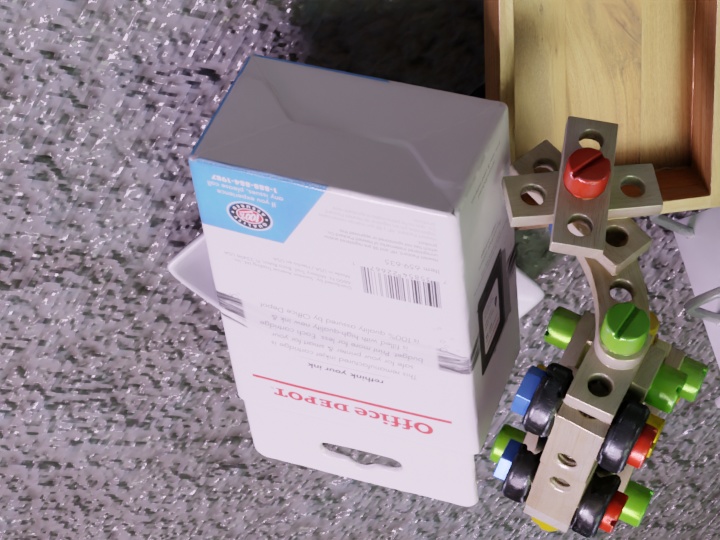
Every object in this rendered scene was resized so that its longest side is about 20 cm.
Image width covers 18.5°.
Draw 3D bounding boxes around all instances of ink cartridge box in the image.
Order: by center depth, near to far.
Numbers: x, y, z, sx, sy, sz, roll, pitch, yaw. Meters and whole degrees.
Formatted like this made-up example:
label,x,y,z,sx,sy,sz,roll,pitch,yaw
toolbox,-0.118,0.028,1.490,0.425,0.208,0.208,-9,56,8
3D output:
label,x,y,z,sx,sy,sz,roll,pitch,yaw
ink cartridge box,0.004,0.008,0.951,0.116,0.067,0.200,13,142,16

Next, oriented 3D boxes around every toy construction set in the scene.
label,x,y,z,sx,sy,sz,roll,pitch,yaw
toy construction set,0.101,0.035,0.924,0.131,0.092,0.200,-59,154,-30

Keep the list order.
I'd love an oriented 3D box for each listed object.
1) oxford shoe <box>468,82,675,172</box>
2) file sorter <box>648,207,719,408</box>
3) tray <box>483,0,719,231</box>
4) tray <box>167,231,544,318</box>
label,x,y,z,sx,sy,sz,roll,pitch,yaw
oxford shoe,0.131,-0.059,1.033,0.200,0.073,0.084,-7,142,-24
file sorter,0.230,0.042,1.024,0.139,0.200,0.125,-20,169,16
tray,0.101,-0.117,0.914,0.099,0.037,0.200,-7,120,-7
tray,0.000,0.000,1.055,0.107,0.022,0.200,-38,142,12
